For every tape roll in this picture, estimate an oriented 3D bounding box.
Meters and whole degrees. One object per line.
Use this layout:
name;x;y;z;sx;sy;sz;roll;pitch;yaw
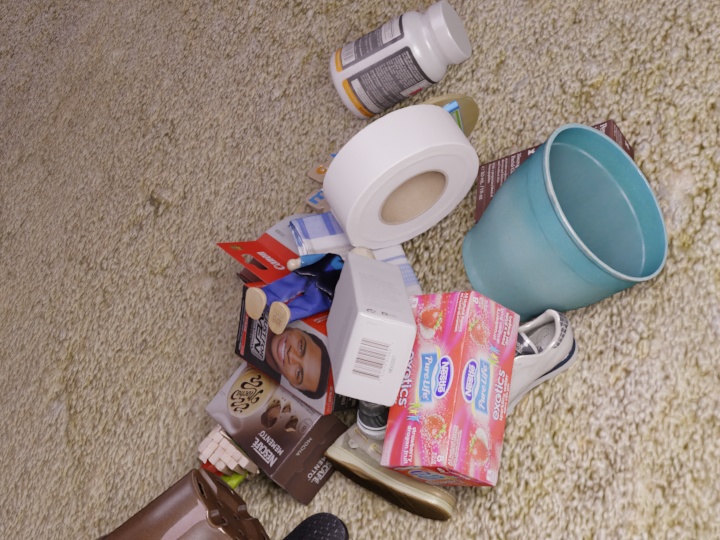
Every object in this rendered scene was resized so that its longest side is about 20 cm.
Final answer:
tape roll;0.052;-0.118;1.732;0.202;0.202;0.071;-38;64;10

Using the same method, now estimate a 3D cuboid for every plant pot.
plant pot;0.226;-0.039;1.579;0.187;0.199;0.202;-36;36;42
plant pot;-0.223;0.358;1.621;0.198;0.200;0.201;-43;39;6

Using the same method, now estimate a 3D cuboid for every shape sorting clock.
shape sorting clock;0.072;-0.169;1.794;0.199;0.200;0.039;-37;65;10

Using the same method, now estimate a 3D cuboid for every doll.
doll;-0.049;0.020;1.681;0.136;0.049;0.199;30;37;27

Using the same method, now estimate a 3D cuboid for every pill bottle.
pill bottle;0.061;-0.321;2.027;0.198;0.116;0.117;-24;43;23

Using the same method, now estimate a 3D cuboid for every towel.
towel;0.000;0.000;1.768;0.145;0.024;0.202;-12;59;-21

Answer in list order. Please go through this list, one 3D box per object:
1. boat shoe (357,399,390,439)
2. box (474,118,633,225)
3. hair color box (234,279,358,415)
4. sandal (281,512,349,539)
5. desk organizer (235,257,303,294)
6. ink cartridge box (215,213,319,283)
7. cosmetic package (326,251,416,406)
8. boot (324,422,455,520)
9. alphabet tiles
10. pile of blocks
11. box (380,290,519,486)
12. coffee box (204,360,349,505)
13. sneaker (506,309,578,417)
boat shoe;0.073;0.117;1.582;0.072;0.071;0.200;31;58;24
box;0.247;-0.106;1.709;0.198;0.075;0.101;-17;46;28
hair color box;-0.078;0.094;1.705;0.199;0.061;0.103;27;116;45
sandal;-0.077;0.356;1.631;0.199;0.045;0.076;-37;31;34
desk organizer;-0.086;0.031;1.892;0.077;0.072;0.199;-48;39;-7
ink cartridge box;-0.076;-0.034;1.852;0.162;0.198;0.058;33;115;50
cosmetic package;0.010;0.063;1.525;0.200;0.073;0.103;-97;23;-69
boot;0.065;0.202;1.609;0.199;0.072;0.155;19;66;45
alphabet tiles;0.017;-0.141;1.950;0.199;0.015;0.195;-40;40;-18
pile of blocks;-0.176;0.254;1.748;0.062;0.082;0.200;-49;3;-5
box;0.101;0.132;1.493;0.099;0.095;0.203;-6;66;43
coffee box;-0.104;0.201;1.752;0.113;0.080;0.200;-49;38;-4
sneaker;0.162;0.119;1.558;0.200;0.081;0.077;-41;62;-2
